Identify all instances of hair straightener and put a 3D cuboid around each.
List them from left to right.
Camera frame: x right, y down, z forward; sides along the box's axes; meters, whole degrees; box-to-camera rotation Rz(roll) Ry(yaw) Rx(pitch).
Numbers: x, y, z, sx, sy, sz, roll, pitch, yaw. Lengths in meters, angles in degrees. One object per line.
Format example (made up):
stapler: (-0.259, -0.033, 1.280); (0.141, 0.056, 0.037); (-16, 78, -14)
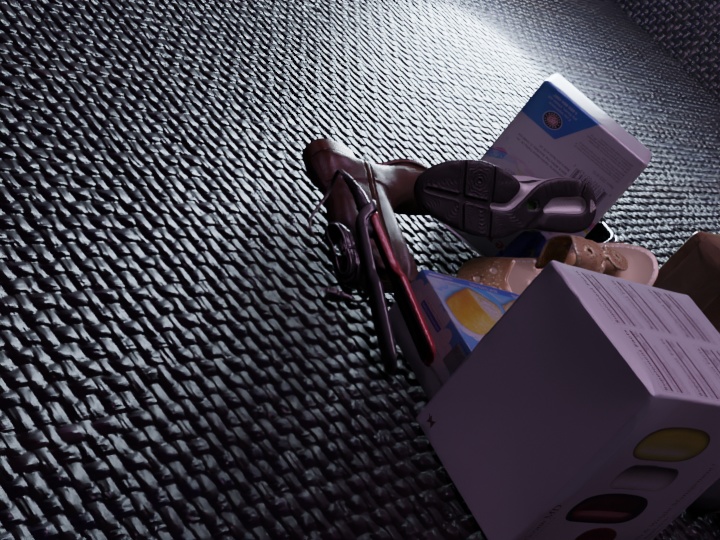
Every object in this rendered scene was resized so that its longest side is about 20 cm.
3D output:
hair straightener: (0.000, 0.000, 1.101); (0.077, 0.041, 0.201); (-14, 69, -14)

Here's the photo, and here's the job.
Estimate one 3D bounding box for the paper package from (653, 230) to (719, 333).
paper package: (0.391, 0.058, 1.401); (0.199, 0.191, 0.104); (7, 39, -50)

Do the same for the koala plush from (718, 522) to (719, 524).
koala plush: (0.446, 0.203, 1.282); (0.184, 0.178, 0.200); (37, 23, 24)

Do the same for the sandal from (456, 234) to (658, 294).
sandal: (0.203, -0.002, 1.255); (0.210, 0.070, 0.078); (-5, 64, 0)

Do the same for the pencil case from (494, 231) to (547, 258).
pencil case: (0.213, 0.045, 1.314); (0.087, 0.078, 0.200); (-19, 61, -44)

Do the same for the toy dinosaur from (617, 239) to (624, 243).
toy dinosaur: (0.327, 0.019, 1.516); (0.102, 0.077, 0.200); (38, 17, 30)

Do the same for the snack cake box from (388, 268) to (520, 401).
snack cake box: (0.130, 0.078, 1.162); (0.199, 0.067, 0.115); (14, 34, -41)

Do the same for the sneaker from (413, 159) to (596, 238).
sneaker: (0.132, -0.068, 1.294); (0.199, 0.076, 0.115); (6, -2, -21)

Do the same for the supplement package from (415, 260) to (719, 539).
supplement package: (0.196, 0.122, 1.031); (0.199, 0.192, 0.147); (12, 35, -43)

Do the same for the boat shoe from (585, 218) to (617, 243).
boat shoe: (0.265, -0.046, 1.505); (0.200, 0.074, 0.063); (-113, -176, -63)

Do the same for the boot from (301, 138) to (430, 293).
boot: (0.036, -0.038, 1.231); (0.185, 0.064, 0.200); (13, 33, -27)

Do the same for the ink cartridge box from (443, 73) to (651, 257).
ink cartridge box: (0.205, -0.096, 1.397); (0.144, 0.200, 0.085); (41, 21, 3)

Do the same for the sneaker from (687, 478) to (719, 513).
sneaker: (0.316, 0.138, 1.243); (0.106, 0.075, 0.201); (14, 59, -39)
